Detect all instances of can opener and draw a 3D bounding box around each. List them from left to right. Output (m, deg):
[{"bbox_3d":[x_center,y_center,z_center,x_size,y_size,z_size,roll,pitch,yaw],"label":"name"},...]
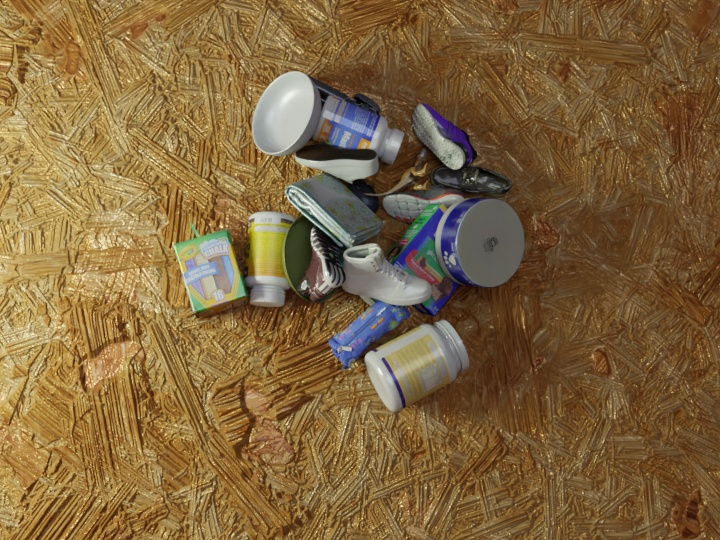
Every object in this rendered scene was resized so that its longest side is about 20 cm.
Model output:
[{"bbox_3d":[-0.048,-0.415,1.757,0.199,0.053,0.067,27,45,-3],"label":"can opener"}]

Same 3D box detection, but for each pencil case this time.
[{"bbox_3d":[0.017,0.131,1.612,0.200,0.087,0.078,-41,80,7],"label":"pencil case"}]

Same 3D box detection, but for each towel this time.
[{"bbox_3d":[-0.056,-0.137,1.641,0.200,0.171,0.048,44,120,10],"label":"towel"}]

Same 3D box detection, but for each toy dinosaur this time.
[{"bbox_3d":[0.114,-0.213,1.714,0.200,0.106,0.061,-45,124,-31],"label":"toy dinosaur"}]

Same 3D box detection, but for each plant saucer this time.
[{"bbox_3d":[-0.112,-0.027,1.627,0.199,0.031,0.202,8,79,-52],"label":"plant saucer"}]

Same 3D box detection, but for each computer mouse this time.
[{"bbox_3d":[-0.021,-0.220,1.726,0.058,0.034,0.200,-36,86,-12],"label":"computer mouse"}]

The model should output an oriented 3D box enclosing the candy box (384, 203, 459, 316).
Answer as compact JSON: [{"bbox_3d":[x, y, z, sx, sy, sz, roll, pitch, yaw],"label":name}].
[{"bbox_3d":[0.163,-0.026,1.669,0.169,0.077,0.200,45,75,-23],"label":"candy box"}]

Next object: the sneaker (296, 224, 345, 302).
[{"bbox_3d":[-0.101,-0.008,1.562,0.075,0.200,0.116,32,115,-28],"label":"sneaker"}]

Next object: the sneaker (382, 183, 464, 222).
[{"bbox_3d":[0.152,-0.167,1.735,0.198,0.077,0.082,2,41,3],"label":"sneaker"}]

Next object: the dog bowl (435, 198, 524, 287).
[{"bbox_3d":[0.270,-0.062,1.633,0.199,0.079,0.202,-3,95,-30],"label":"dog bowl"}]

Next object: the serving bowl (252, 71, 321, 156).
[{"bbox_3d":[-0.160,-0.353,1.674,0.066,0.199,0.202,20,73,-48],"label":"serving bowl"}]

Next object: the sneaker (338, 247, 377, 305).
[{"bbox_3d":[0.000,0.000,1.650,0.200,0.080,0.078,36,57,-12],"label":"sneaker"}]

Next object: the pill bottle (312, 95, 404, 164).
[{"bbox_3d":[-0.003,-0.323,1.706,0.199,0.112,0.113,22,77,-5],"label":"pill bottle"}]

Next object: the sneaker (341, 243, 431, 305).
[{"bbox_3d":[0.056,0.006,1.544,0.199,0.116,0.074,7,45,7],"label":"sneaker"}]

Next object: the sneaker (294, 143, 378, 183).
[{"bbox_3d":[-0.056,-0.238,1.679,0.199,0.085,0.073,9,47,15],"label":"sneaker"}]

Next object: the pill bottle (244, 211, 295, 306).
[{"bbox_3d":[-0.203,-0.024,1.624,0.108,0.109,0.201,4,79,-8],"label":"pill bottle"}]

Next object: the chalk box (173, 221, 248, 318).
[{"bbox_3d":[-0.332,-0.012,1.595,0.123,0.124,0.201,-16,84,-11],"label":"chalk box"}]

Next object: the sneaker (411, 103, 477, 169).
[{"bbox_3d":[0.210,-0.328,1.767,0.099,0.070,0.201,-20,66,-39],"label":"sneaker"}]

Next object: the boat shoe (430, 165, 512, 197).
[{"bbox_3d":[0.271,-0.224,1.753,0.199,0.065,0.074,5,81,-7],"label":"boat shoe"}]

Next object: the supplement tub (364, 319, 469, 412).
[{"bbox_3d":[0.125,0.208,1.613,0.199,0.145,0.146,-26,84,-12],"label":"supplement tub"}]
